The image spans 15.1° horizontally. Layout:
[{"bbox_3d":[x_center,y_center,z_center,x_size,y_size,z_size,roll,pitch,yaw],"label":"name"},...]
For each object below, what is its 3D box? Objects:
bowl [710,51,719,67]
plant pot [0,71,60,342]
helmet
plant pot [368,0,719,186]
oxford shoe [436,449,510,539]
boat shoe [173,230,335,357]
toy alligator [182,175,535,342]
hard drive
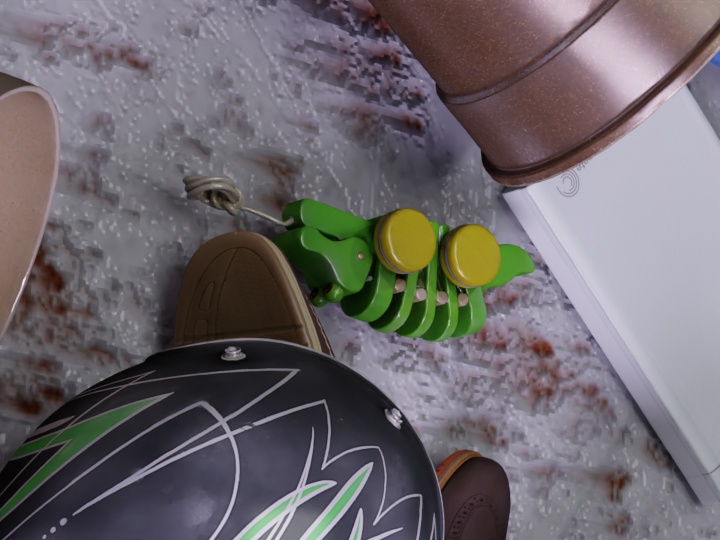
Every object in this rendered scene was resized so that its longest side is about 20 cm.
[{"bbox_3d":[0.235,-0.200,1.475,0.200,0.039,0.201,3,81,-18],"label":"bowl"},{"bbox_3d":[-0.224,-0.007,1.060,0.134,0.200,0.200,24,61,9],"label":"plant pot"},{"bbox_3d":[-0.066,0.127,1.112,0.200,0.191,0.200,4,80,-24],"label":"helmet"},{"bbox_3d":[0.066,-0.178,1.289,0.198,0.200,0.200,42,59,-17],"label":"plant pot"},{"bbox_3d":[0.056,0.166,1.260,0.071,0.072,0.200,58,33,-41],"label":"oxford shoe"},{"bbox_3d":[-0.029,0.077,1.251,0.072,0.072,0.200,-22,94,-68],"label":"boat shoe"},{"bbox_3d":[0.000,0.000,1.283,0.200,0.059,0.054,12,74,-34],"label":"toy alligator"},{"bbox_3d":[0.170,0.004,1.429,0.132,0.027,0.200,-43,106,-34],"label":"hard drive"}]
